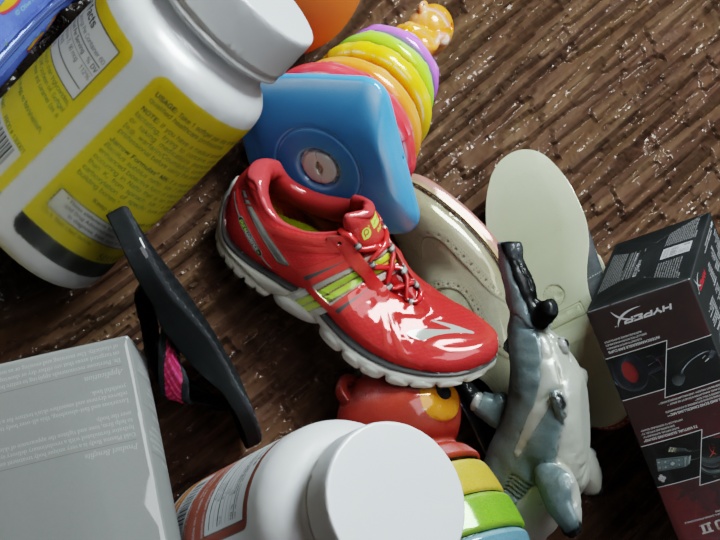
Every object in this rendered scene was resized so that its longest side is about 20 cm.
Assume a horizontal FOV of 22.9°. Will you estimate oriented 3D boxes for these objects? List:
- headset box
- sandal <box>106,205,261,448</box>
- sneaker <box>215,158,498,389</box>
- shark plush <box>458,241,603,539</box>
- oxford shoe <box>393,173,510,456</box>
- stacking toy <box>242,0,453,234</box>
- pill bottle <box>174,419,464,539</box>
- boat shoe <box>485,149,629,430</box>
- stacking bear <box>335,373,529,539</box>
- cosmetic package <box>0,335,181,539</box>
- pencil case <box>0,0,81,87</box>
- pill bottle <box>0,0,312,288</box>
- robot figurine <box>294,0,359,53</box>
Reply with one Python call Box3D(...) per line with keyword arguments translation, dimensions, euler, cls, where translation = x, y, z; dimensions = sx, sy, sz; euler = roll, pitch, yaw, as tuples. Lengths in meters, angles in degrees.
Box3D(translation=(0.229, 0.083, 1.188), dimensions=(0.201, 0.074, 0.149), euler=(66, 22, -12), cls="headset box")
Box3D(translation=(-0.110, 0.040, 1.031), dimensions=(0.045, 0.201, 0.075), euler=(-32, 48, -3), cls="sandal")
Box3D(translation=(0.000, 0.000, 1.095), dimensions=(0.199, 0.085, 0.077), euler=(30, 37, 7), cls="sneaker")
Box3D(translation=(0.099, 0.087, 1.122), dimensions=(0.091, 0.082, 0.202), euler=(-54, 139, -61), cls="shark plush")
Box3D(translation=(0.066, 0.031, 1.174), dimensions=(0.074, 0.071, 0.201), euler=(-32, 89, -29), cls="oxford shoe")
Box3D(translation=(0.013, -0.122, 1.180), dimensions=(0.200, 0.109, 0.117), euler=(-55, 139, -44), cls="stacking toy")
Box3D(translation=(-0.028, 0.148, 0.994), dimensions=(0.111, 0.200, 0.113), euler=(10, 68, -27), cls="pill bottle")
Box3D(translation=(0.141, 0.014, 1.229), dimensions=(0.202, 0.071, 0.063), euler=(69, 14, 10), cls="boat shoe")
Box3D(translation=(0.046, 0.150, 1.095), dimensions=(0.121, 0.114, 0.201), euler=(-2, 63, -40), cls="stacking bear")
Box3D(translation=(-0.152, 0.147, 0.972), dimensions=(0.106, 0.090, 0.202), euler=(-11, 80, -2), cls="cosmetic package")
Box3D(translation=(-0.231, -0.142, 1.051), dimensions=(0.086, 0.078, 0.200), euler=(27, 57, 14), cls="pencil case")
Box3D(translation=(-0.128, -0.095, 1.012), dimensions=(0.114, 0.200, 0.114), euler=(43, 17, -16), cls="pill bottle")
Box3D(translation=(-0.070, -0.197, 1.117), dimensions=(0.200, 0.143, 0.118), euler=(8, 89, -68), cls="robot figurine")
